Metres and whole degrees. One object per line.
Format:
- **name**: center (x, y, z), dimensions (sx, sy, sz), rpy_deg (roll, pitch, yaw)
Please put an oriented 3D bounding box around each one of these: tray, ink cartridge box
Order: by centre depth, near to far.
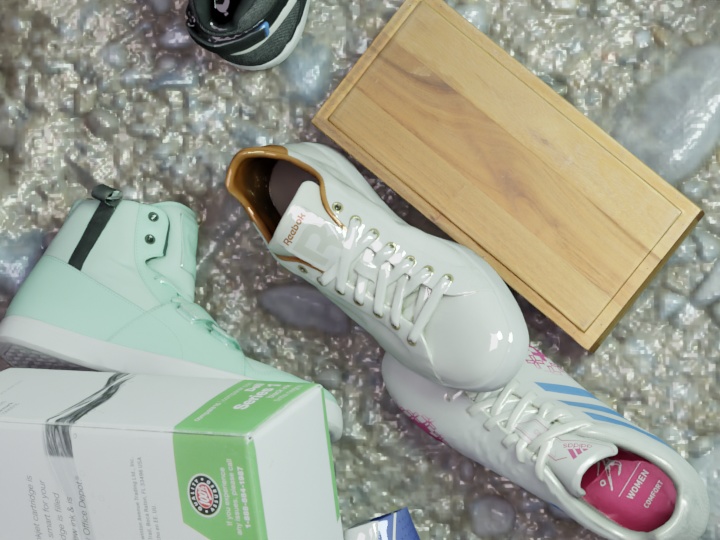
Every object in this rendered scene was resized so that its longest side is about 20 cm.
- **ink cartridge box**: center (-0.115, 0.133, 1.443), dimensions (0.199, 0.084, 0.147), rpy_deg (3, 110, 28)
- **tray**: center (0.080, -0.057, 1.514), dimensions (0.200, 0.037, 0.099), rpy_deg (40, 94, 11)

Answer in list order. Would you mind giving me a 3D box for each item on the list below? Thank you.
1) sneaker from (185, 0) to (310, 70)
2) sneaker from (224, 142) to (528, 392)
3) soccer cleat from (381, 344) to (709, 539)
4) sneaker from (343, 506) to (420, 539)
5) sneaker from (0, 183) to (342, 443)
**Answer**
- **sneaker**: center (-0.047, -0.213, 1.508), dimensions (0.073, 0.112, 0.201), rpy_deg (10, 89, 10)
- **sneaker**: center (0.000, 0.000, 1.471), dimensions (0.200, 0.084, 0.073), rpy_deg (39, 110, 31)
- **soccer cleat**: center (0.098, 0.085, 1.476), dimensions (0.199, 0.086, 0.070), rpy_deg (29, 92, 11)
- **sneaker**: center (0.061, 0.220, 1.486), dimensions (0.114, 0.081, 0.201), rpy_deg (-13, 91, 6)
- **sneaker**: center (-0.089, 0.021, 1.511), dimensions (0.199, 0.074, 0.119), rpy_deg (18, 67, 11)
